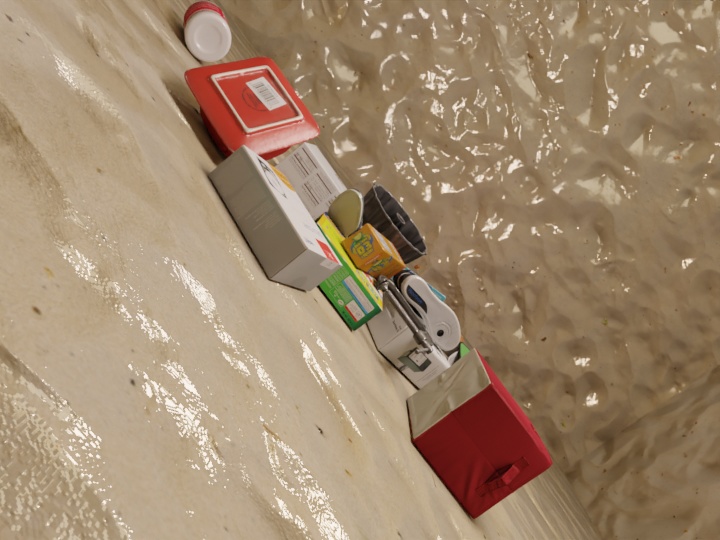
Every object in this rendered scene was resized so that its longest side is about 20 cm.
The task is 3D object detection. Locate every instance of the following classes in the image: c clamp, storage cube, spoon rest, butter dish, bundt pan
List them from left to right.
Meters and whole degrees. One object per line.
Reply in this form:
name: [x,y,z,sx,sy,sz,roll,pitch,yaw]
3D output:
butter dish: [-0.208,-0.268,1.103,0.198,0.148,0.202,-26,74,-37]
bundt pan: [0.066,-0.097,1.379,0.202,0.075,0.203,46,20,-22]
c clamp: [0.087,0.081,1.163,0.201,0.027,0.170,55,13,24]
spoon rest: [0.230,0.224,1.415,0.100,0.060,0.201,47,15,-14]
storage cube: [0.203,0.281,1.065,0.181,0.170,0.200,52,9,-8]

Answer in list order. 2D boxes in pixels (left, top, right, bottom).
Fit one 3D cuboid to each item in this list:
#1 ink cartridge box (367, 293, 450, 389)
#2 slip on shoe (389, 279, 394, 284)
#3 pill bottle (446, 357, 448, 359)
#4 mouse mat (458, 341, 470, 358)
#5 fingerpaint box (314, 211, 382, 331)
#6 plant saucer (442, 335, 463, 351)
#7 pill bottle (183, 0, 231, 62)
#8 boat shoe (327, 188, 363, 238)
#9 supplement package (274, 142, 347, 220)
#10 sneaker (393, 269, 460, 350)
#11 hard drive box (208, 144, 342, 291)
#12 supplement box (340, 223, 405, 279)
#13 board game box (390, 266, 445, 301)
ink cartridge box: [0.099,0.149,1.297,0.200,0.084,0.147,46,11,-37]
slip on shoe: [0.031,0.033,1.492,0.074,0.062,0.200,37,-1,-13]
pill bottle: [0.258,0.303,1.470,0.112,0.111,0.201,50,13,-21]
mouse mat: [0.276,0.275,1.382,0.161,0.007,0.201,46,30,-19]
fingerpaint box: [-0.042,-0.003,1.159,0.201,0.073,0.167,53,9,-9]
plant saucer: [0.171,0.154,1.555,0.197,0.033,0.201,26,-21,11]
pill bottle: [-0.385,-0.604,1.497,0.112,0.112,0.201,47,11,-37]
boat shoe: [-0.030,-0.098,1.250,0.072,0.202,0.062,32,45,13]
supplement package: [-0.101,-0.183,1.414,0.202,0.110,0.156,55,9,-4]
sneaker: [0.144,0.076,1.311,0.201,0.073,0.112,55,-1,-21]
hard drive box: [-0.131,-0.077,0.951,0.202,0.076,0.156,57,9,16]
supplement box: [0.030,-0.031,1.196,0.070,0.066,0.200,59,10,18]
board game box: [0.119,0.034,1.514,0.150,0.047,0.200,37,-3,-7]
